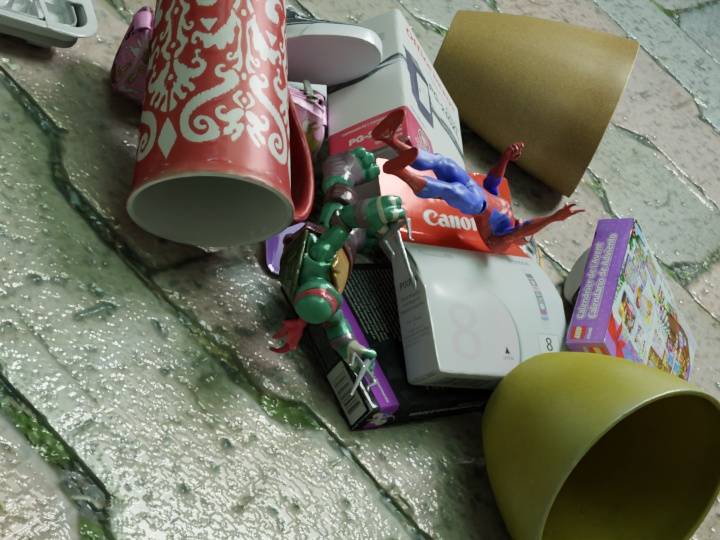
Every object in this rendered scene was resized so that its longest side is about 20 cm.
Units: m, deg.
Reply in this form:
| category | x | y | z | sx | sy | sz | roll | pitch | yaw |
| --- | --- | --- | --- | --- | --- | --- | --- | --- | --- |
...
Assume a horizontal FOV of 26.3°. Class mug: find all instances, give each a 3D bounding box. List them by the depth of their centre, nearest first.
| category | x | y | z | sx | sy | sz | roll | pitch | yaw |
| --- | --- | --- | --- | --- | --- | --- | --- | --- | --- |
| mug | -0.115 | -0.128 | 1.269 | 0.133 | 0.178 | 0.201 | -3 | 67 | 7 |

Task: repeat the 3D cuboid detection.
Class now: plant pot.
| category | x | y | z | sx | sy | sz | roll | pitch | yaw |
| --- | --- | --- | --- | --- | --- | --- | --- | --- | --- |
| plant pot | 0.178 | 0.146 | 1.248 | 0.199 | 0.201 | 0.142 | 9 | 22 | -41 |
| plant pot | 0.180 | -0.207 | 1.709 | 0.199 | 0.187 | 0.187 | 25 | 32 | 1 |

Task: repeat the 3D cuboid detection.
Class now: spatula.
| category | x | y | z | sx | sy | sz | roll | pitch | yaw |
| --- | --- | --- | --- | --- | --- | --- | --- | --- | --- |
| spatula | 0.000 | 0.000 | 1.374 | 0.199 | 0.021 | 0.057 | 20 | 54 | -37 |

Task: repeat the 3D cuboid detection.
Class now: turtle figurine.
| category | x | y | z | sx | sy | sz | roll | pitch | yaw |
| --- | --- | --- | --- | --- | --- | --- | --- | --- | --- |
| turtle figurine | -0.014 | -0.005 | 1.202 | 0.100 | 0.150 | 0.200 | 15 | 34 | -6 |

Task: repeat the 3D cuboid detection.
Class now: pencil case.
| category | x | y | z | sx | sy | sz | roll | pitch | yaw |
| --- | --- | --- | --- | --- | --- | --- | --- | --- | --- |
| pencil case | -0.126 | -0.160 | 1.377 | 0.199 | 0.087 | 0.083 | 23 | 6 | -22 |

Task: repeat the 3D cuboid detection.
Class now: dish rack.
| category | x | y | z | sx | sy | sz | roll | pitch | yaw |
| --- | --- | --- | --- | --- | --- | --- | --- | --- | --- |
| dish rack | -0.335 | -0.263 | 1.332 | 0.199 | 0.044 | 0.172 | 13 | 41 | -38 |

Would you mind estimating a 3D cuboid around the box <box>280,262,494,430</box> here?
| category | x | y | z | sx | sy | sz | roll | pitch | yaw |
| --- | --- | --- | --- | --- | --- | --- | --- | --- | --- |
| box | 0.040 | 0.060 | 1.316 | 0.199 | 0.036 | 0.143 | -2 | 55 | -44 |

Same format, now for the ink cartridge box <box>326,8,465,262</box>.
| category | x | y | z | sx | sy | sz | roll | pitch | yaw |
| --- | --- | --- | --- | --- | --- | --- | --- | --- | --- |
| ink cartridge box | 0.035 | -0.126 | 1.450 | 0.145 | 0.084 | 0.201 | 55 | 22 | -40 |

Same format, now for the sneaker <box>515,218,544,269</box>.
| category | x | y | z | sx | sy | sz | roll | pitch | yaw |
| --- | --- | --- | --- | --- | --- | --- | --- | --- | --- |
| sneaker | 0.133 | 0.002 | 1.442 | 0.077 | 0.078 | 0.201 | 48 | 16 | -50 |

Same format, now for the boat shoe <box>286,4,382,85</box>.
| category | x | y | z | sx | sy | sz | roll | pitch | yaw |
| --- | --- | --- | --- | --- | --- | --- | --- | --- | --- |
| boat shoe | -0.074 | -0.213 | 1.421 | 0.072 | 0.199 | 0.068 | 60 | 33 | -52 |

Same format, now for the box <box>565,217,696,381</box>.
| category | x | y | z | sx | sy | sz | roll | pitch | yaw |
| --- | --- | --- | --- | --- | --- | --- | --- | --- | --- |
| box | 0.251 | 0.067 | 1.406 | 0.200 | 0.039 | 0.137 | 55 | 43 | -42 |

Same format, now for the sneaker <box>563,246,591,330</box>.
| category | x | y | z | sx | sy | sz | roll | pitch | yaw |
| --- | --- | --- | --- | --- | --- | --- | --- | --- | --- |
| sneaker | 0.265 | 0.058 | 1.535 | 0.115 | 0.075 | 0.200 | 30 | 29 | -11 |

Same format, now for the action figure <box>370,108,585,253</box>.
| category | x | y | z | sx | sy | sz | roll | pitch | yaw |
| --- | --- | --- | --- | --- | --- | --- | --- | --- | --- |
| action figure | 0.106 | -0.076 | 1.267 | 0.200 | 0.099 | 0.066 | 35 | 32 | -48 |

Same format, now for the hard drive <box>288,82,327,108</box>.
| category | x | y | z | sx | sy | sz | roll | pitch | yaw |
| --- | --- | --- | --- | --- | --- | --- | --- | --- | --- |
| hard drive | -0.076 | -0.203 | 1.550 | 0.199 | 0.027 | 0.132 | 10 | 42 | -41 |

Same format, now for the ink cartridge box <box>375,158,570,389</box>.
| category | x | y | z | sx | sy | sz | roll | pitch | yaw |
| --- | --- | --- | --- | --- | --- | --- | --- | --- | --- |
| ink cartridge box | 0.098 | 0.001 | 1.312 | 0.162 | 0.057 | 0.201 | 6 | 73 | -39 |
